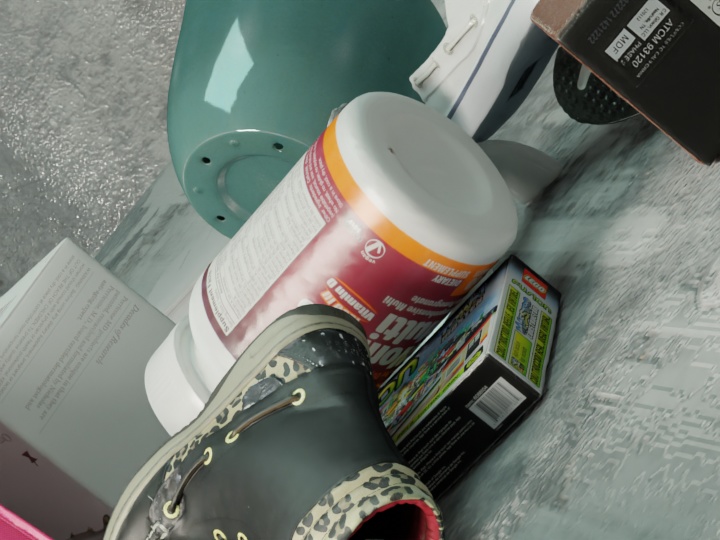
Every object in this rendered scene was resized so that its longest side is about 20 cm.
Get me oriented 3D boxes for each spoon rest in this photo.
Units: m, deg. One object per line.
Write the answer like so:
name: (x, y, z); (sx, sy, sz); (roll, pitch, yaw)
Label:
spoon rest: (0.050, -0.005, 1.477); (0.099, 0.061, 0.200); (-43, 13, 42)

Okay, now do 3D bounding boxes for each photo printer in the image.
photo printer: (-0.103, 0.006, 2.090); (0.200, 0.069, 0.167); (-45, 12, 31)

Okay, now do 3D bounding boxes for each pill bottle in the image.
pill bottle: (-0.019, 0.012, 1.395); (0.200, 0.109, 0.110); (-48, 10, 29)

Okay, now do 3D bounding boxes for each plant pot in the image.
plant pot: (-0.048, -0.110, 1.936); (0.201, 0.200, 0.161); (-41, 24, 46)

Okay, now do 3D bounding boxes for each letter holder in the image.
letter holder: (0.180, -0.171, 1.325); (0.200, 0.101, 0.142); (-50, 15, 6)

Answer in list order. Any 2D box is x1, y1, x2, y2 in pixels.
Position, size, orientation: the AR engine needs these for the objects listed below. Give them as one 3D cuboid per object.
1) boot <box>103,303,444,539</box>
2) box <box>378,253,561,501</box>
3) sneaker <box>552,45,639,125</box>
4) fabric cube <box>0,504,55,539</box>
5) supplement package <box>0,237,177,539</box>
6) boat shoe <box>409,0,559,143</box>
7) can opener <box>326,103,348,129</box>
boot: (-0.046, 0.132, 1.270); (0.204, 0.073, 0.154); (-54, 34, 17)
box: (0.018, 0.090, 1.347); (0.200, 0.035, 0.110); (-47, 11, 25)
sneaker: (0.180, -0.155, 1.448); (0.200, 0.074, 0.080); (-48, -8, 3)
fabric cube: (-0.245, 0.216, 1.415); (0.200, 0.196, 0.200); (-54, -27, -16)
supplement package: (-0.137, 0.100, 1.529); (0.117, 0.200, 0.117); (-57, 11, -32)
boat shoe: (0.074, -0.138, 1.470); (0.074, 0.065, 0.200); (-37, -12, -37)
can opener: (0.000, 0.000, 1.525); (0.053, 0.067, 0.201); (-68, -19, -59)
